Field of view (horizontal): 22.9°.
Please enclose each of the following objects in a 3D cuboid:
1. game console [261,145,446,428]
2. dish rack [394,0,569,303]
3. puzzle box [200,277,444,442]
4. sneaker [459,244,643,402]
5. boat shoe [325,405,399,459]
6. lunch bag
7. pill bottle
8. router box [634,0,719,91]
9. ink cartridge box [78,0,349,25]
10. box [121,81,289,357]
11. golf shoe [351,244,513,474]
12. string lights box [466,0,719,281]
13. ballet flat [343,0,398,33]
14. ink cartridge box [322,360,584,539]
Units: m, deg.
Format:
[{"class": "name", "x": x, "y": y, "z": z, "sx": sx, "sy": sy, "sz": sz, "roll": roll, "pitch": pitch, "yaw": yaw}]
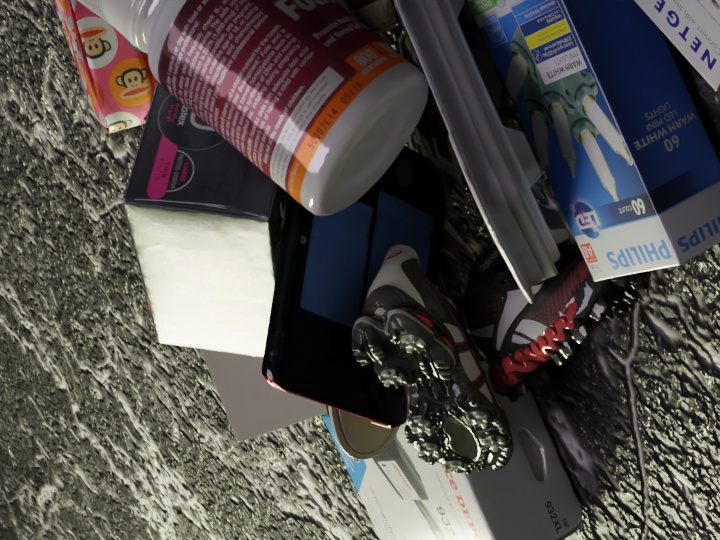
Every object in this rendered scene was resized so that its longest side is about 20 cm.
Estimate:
[{"class": "game console", "x": 0.000, "y": 0.000, "z": 1.253, "sx": 0.031, "sy": 0.176, "sz": 0.202, "roll": 0, "pitch": 75, "yaw": 31}, {"class": "dish rack", "x": 0.078, "y": -0.094, "z": 1.130, "sx": 0.172, "sy": 0.043, "sz": 0.202, "roll": 52, "pitch": -165, "yaw": -62}, {"class": "puzzle box", "x": -0.028, "y": 0.043, "z": 1.403, "sx": 0.025, "sy": 0.198, "sz": 0.134, "roll": -76, "pitch": -34, "yaw": -74}, {"class": "sneaker", "x": 0.122, "y": 0.017, "z": 1.220, "sx": 0.098, "sy": 0.070, "sz": 0.201, "roll": 56, "pitch": 154, "yaw": 7}, {"class": "boat shoe", "x": -0.008, "y": 0.040, "z": 1.354, "sx": 0.066, "sy": 0.074, "sz": 0.202, "roll": 21, "pitch": 121, "yaw": 62}, {"class": "lunch bag", "x": -0.223, "y": -0.206, "z": 1.567, "sx": 0.200, "sy": 0.081, "sz": 0.178, "roll": -123, "pitch": 19, "yaw": -60}, {"class": "pill bottle", "x": -0.063, "y": -0.139, "z": 1.144, "sx": 0.200, "sy": 0.114, "sz": 0.115, "roll": 40, "pitch": 148, "yaw": 14}, {"class": "router box", "x": 0.171, "y": -0.226, "z": 0.929, "sx": 0.201, "sy": 0.049, "sz": 0.180, "roll": 52, "pitch": 152, "yaw": 20}, {"class": "ink cartridge box", "x": -0.120, "y": -0.232, "z": 1.335, "sx": 0.200, "sy": 0.147, "sz": 0.086, "roll": 38, "pitch": 145, "yaw": 38}, {"class": "box", "x": -0.096, "y": -0.038, "z": 1.271, "sx": 0.105, "sy": 0.123, "sz": 0.201, "roll": 8, "pitch": 149, "yaw": 6}, {"class": "golf shoe", "x": 0.061, "y": 0.069, "z": 1.260, "sx": 0.076, "sy": 0.089, "sz": 0.201, "roll": -9, "pitch": 137, "yaw": 21}, {"class": "string lights box", "x": 0.147, "y": -0.100, "z": 1.077, "sx": 0.202, "sy": 0.059, "sz": 0.103, "roll": 65, "pitch": 157, "yaw": -4}, {"class": "ballet flat", "x": -0.049, "y": -0.225, "z": 1.133, "sx": 0.200, "sy": 0.057, "sz": 0.066, "roll": 47, "pitch": 174, "yaw": -15}, {"class": "ink cartridge box", "x": 0.071, "y": 0.158, "z": 1.430, "sx": 0.200, "sy": 0.083, "sz": 0.146, "roll": -14, "pitch": 102, "yaw": 63}]
